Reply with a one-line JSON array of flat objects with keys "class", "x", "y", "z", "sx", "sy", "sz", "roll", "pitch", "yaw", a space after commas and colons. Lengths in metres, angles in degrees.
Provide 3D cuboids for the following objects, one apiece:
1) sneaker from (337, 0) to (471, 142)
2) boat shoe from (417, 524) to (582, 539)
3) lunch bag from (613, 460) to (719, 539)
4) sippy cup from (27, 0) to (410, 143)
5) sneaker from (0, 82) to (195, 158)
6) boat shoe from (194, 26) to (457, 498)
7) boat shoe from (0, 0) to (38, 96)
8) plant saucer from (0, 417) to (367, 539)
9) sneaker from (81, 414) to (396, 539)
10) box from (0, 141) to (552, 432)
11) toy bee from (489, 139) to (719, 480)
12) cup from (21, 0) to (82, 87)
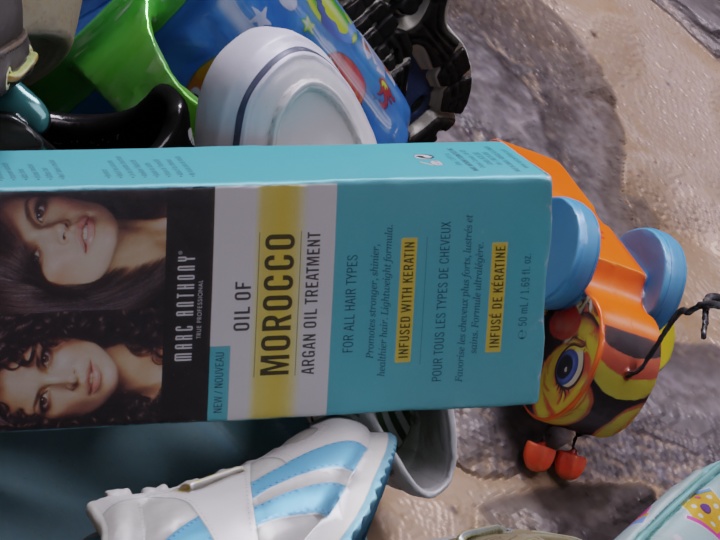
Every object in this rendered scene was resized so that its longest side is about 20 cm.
[{"class": "sneaker", "x": -0.006, "y": -0.129, "z": 1.100, "sx": 0.078, "sy": 0.201, "sz": 0.089, "roll": -37, "pitch": 61, "yaw": -24}, {"class": "boat shoe", "x": 0.036, "y": 0.109, "z": 0.772, "sx": 0.200, "sy": 0.068, "sz": 0.075, "roll": -19, "pitch": 95, "yaw": -72}, {"class": "lunch bag", "x": 0.142, "y": 0.169, "z": 0.977, "sx": 0.161, "sy": 0.077, "sz": 0.200, "roll": 48, "pitch": 39, "yaw": 9}, {"class": "sippy cup", "x": -0.054, "y": -0.073, "z": 1.018, "sx": 0.130, "sy": 0.139, "sz": 0.178, "roll": 44, "pitch": 49, "yaw": -17}, {"class": "sneaker", "x": -0.149, "y": -0.035, "z": 0.873, "sx": 0.199, "sy": 0.080, "sz": 0.071, "roll": 0, "pitch": 29, "yaw": -28}, {"class": "boat shoe", "x": 0.000, "y": 0.000, "z": 0.931, "sx": 0.067, "sy": 0.201, "sz": 0.074, "roll": 25, "pitch": 58, "yaw": 37}, {"class": "boat shoe", "x": -0.151, "y": -0.048, "z": 0.765, "sx": 0.201, "sy": 0.071, "sz": 0.061, "roll": -54, "pitch": 130, "yaw": -55}, {"class": "plant saucer", "x": -0.088, "y": 0.077, "z": 0.881, "sx": 0.199, "sy": 0.027, "sz": 0.201, "roll": 24, "pitch": 35, "yaw": -18}, {"class": "sneaker", "x": -0.045, "y": 0.092, "z": 0.811, "sx": 0.080, "sy": 0.077, "sz": 0.200, "roll": 22, "pitch": 24, "yaw": 10}, {"class": "box", "x": -0.039, "y": 0.004, "z": 0.854, "sx": 0.199, "sy": 0.083, "sz": 0.049, "roll": -2, "pitch": 16, "yaw": -17}, {"class": "toy bee", "x": 0.084, "y": 0.025, "z": 1.087, "sx": 0.130, "sy": 0.109, "sz": 0.200, "roll": 24, "pitch": 12, "yaw": -13}, {"class": "cup", "x": -0.172, "y": -0.129, "z": 0.915, "sx": 0.200, "sy": 0.200, "sz": 0.144, "roll": -11, "pitch": 77, "yaw": -51}]
